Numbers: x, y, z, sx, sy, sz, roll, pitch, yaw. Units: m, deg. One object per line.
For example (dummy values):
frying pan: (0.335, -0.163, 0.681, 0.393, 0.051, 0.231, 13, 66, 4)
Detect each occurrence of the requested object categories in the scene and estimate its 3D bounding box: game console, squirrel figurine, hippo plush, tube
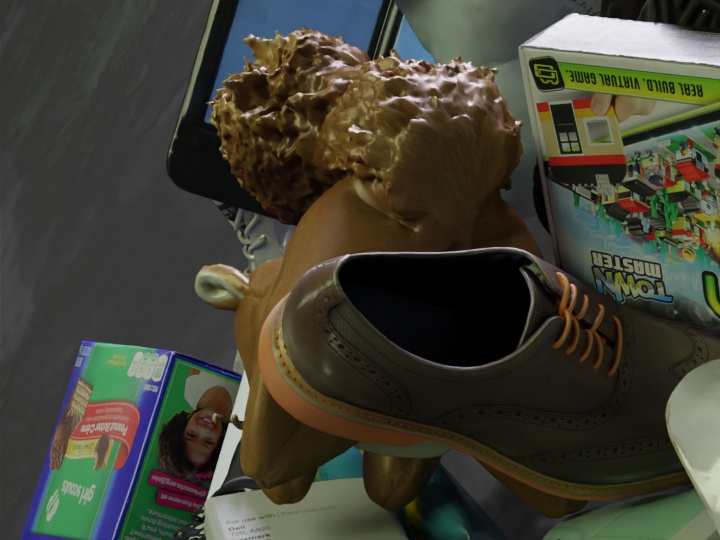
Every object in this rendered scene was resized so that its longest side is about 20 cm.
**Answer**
game console: (-0.007, -0.120, 1.070, 0.116, 0.174, 0.202, -144, 71, -82)
squirrel figurine: (0.000, 0.000, 0.771, 0.186, 0.140, 0.202, -172, 83, -73)
hippo plush: (0.062, -0.110, 0.840, 0.198, 0.162, 0.159, 2, 20, 20)
tube: (0.028, 0.106, 0.841, 0.051, 0.077, 0.200, -55, 29, -3)

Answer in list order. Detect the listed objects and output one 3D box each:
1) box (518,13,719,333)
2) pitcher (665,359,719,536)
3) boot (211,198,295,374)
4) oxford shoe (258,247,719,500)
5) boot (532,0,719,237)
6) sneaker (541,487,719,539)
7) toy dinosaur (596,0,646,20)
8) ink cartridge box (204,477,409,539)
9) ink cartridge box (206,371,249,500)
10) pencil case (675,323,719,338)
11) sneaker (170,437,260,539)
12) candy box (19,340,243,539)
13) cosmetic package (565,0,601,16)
box: (0.151, -0.027, 0.652, 0.199, 0.111, 0.035, 13, 35, 43)
pitcher: (0.196, 0.077, 0.537, 0.200, 0.120, 0.173, -32, 67, 49)
boot: (-0.060, -0.019, 1.163, 0.073, 0.095, 0.202, -11, 55, 60)
oxford shoe: (0.068, 0.034, 0.647, 0.073, 0.198, 0.072, 127, 145, -57)
boot: (0.164, -0.110, 0.779, 0.200, 0.072, 0.182, -49, -6, -47)
sneaker: (0.072, 0.137, 0.655, 0.199, 0.074, 0.118, -22, -1, -35)
toy dinosaur: (0.099, -0.076, 0.946, 0.077, 0.102, 0.200, 57, 137, 21)
ink cartridge box: (-0.005, 0.196, 0.741, 0.200, 0.083, 0.146, -121, 27, -64)
ink cartridge box: (-0.017, 0.123, 0.984, 0.173, 0.043, 0.201, -18, 46, 42)
pencil case: (0.088, 0.040, 0.821, 0.199, 0.087, 0.088, -7, 56, 61)
sneaker: (-0.068, 0.147, 0.903, 0.075, 0.087, 0.201, -27, 40, 36)
candy box: (-0.148, 0.151, 1.141, 0.169, 0.076, 0.202, 0, 72, 63)
cosmetic package: (0.156, -0.205, 0.940, 0.199, 0.101, 0.072, -19, 47, 58)
